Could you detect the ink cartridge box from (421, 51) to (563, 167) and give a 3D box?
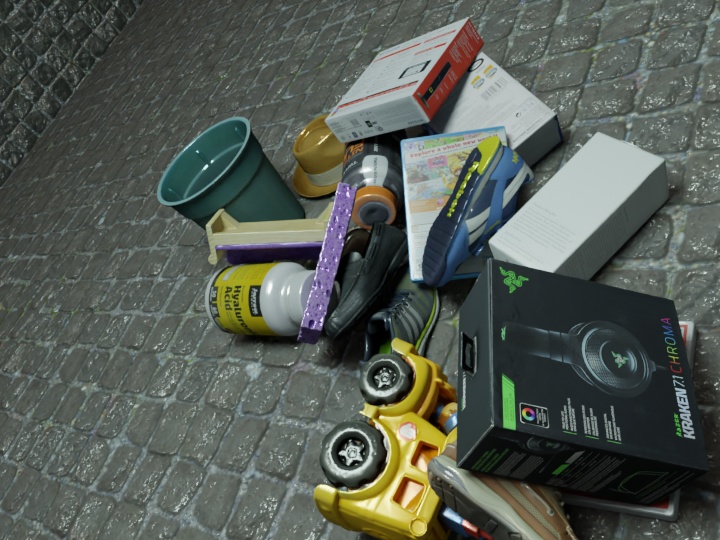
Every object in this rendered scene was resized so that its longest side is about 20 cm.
[{"bbox_3d":[0.175,-0.223,0.994,0.136,0.076,0.200,-39,60,3],"label":"ink cartridge box"}]

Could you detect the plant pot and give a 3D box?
[{"bbox_3d":[-0.212,-0.127,1.191,0.200,0.196,0.201,-24,41,22],"label":"plant pot"}]

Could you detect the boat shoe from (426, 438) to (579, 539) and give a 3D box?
[{"bbox_3d":[0.154,0.220,0.608,0.200,0.076,0.072,39,61,14],"label":"boat shoe"}]

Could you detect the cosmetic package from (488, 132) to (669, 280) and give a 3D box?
[{"bbox_3d":[0.260,-0.061,0.811,0.200,0.074,0.102,-42,46,-6],"label":"cosmetic package"}]

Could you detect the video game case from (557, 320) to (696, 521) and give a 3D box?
[{"bbox_3d":[0.254,0.140,0.689,0.143,0.017,0.201,-4,53,39],"label":"video game case"}]

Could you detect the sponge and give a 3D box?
[{"bbox_3d":[-0.044,-0.006,0.915,0.112,0.030,0.201,114,170,-74],"label":"sponge"}]

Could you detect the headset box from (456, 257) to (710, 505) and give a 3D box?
[{"bbox_3d":[0.182,0.097,0.615,0.199,0.093,0.175,13,51,-5],"label":"headset box"}]

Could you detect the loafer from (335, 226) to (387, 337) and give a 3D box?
[{"bbox_3d":[0.000,0.000,0.994,0.073,0.071,0.200,-28,41,18],"label":"loafer"}]

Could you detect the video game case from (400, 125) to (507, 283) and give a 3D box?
[{"bbox_3d":[0.131,-0.088,0.903,0.142,0.018,0.201,-6,75,11],"label":"video game case"}]

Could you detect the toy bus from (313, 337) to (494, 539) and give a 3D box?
[{"bbox_3d":[0.075,0.195,0.715,0.191,0.136,0.200,14,61,28],"label":"toy bus"}]

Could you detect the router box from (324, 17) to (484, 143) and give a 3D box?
[{"bbox_3d":[0.064,-0.283,1.030,0.200,0.049,0.180,-1,48,51],"label":"router box"}]

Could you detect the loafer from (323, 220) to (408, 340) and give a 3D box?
[{"bbox_3d":[0.000,0.010,0.900,0.201,0.070,0.068,-55,-1,-38],"label":"loafer"}]

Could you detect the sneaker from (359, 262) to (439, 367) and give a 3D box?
[{"bbox_3d":[0.049,0.066,0.883,0.074,0.081,0.201,-13,47,32],"label":"sneaker"}]

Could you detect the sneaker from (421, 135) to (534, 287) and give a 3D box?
[{"bbox_3d":[0.144,-0.061,0.841,0.201,0.082,0.074,-61,22,12],"label":"sneaker"}]

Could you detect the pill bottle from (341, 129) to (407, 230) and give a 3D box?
[{"bbox_3d":[0.023,-0.155,1.082,0.106,0.106,0.201,-23,40,24],"label":"pill bottle"}]

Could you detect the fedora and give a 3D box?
[{"bbox_3d":[-0.058,-0.226,1.242,0.200,0.082,0.201,-23,43,23],"label":"fedora"}]

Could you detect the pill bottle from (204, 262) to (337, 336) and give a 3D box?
[{"bbox_3d":[-0.135,0.044,1.039,0.199,0.111,0.112,-3,53,39],"label":"pill bottle"}]

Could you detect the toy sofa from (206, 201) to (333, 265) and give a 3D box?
[{"bbox_3d":[-0.132,-0.044,1.060,0.199,0.098,0.083,-2,24,6],"label":"toy sofa"}]
